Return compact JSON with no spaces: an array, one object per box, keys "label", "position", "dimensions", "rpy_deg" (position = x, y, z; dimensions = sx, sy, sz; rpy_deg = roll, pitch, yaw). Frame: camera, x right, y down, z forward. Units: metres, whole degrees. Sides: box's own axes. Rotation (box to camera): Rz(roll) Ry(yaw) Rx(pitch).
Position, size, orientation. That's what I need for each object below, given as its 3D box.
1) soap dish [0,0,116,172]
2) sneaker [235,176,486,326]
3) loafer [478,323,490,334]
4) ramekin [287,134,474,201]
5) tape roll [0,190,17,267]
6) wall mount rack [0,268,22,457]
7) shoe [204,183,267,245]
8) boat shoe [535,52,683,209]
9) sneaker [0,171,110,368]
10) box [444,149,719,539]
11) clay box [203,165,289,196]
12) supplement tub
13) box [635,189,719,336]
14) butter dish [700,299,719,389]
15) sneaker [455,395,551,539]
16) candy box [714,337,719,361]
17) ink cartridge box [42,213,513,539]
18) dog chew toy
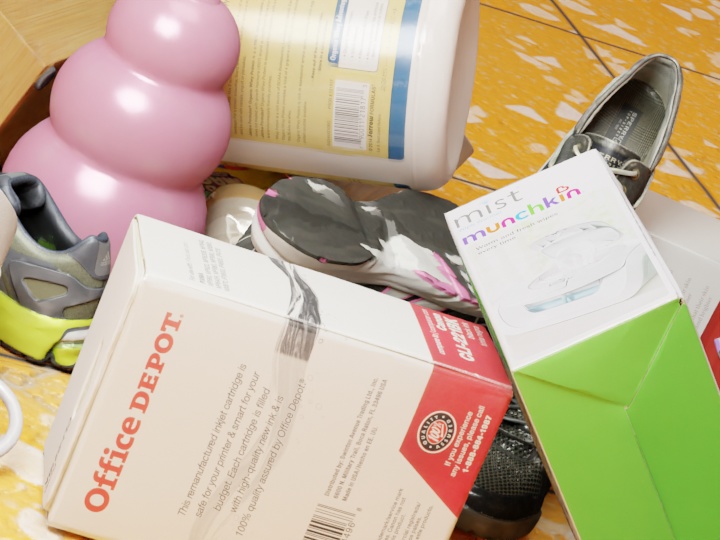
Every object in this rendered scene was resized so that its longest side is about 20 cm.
[{"label":"soap dish","position":[-0.217,-0.116,1.735],"dimensions":[0.081,0.157,0.200],"rpy_deg":[43,23,5]},{"label":"sneaker","position":[0.000,0.000,1.708],"dimensions":[0.199,0.086,0.081],"rpy_deg":[17,46,-35]},{"label":"loafer","position":[0.002,0.050,1.671],"dimensions":[0.199,0.063,0.072],"rpy_deg":[7,27,-38]},{"label":"ramekin","position":[-0.027,-0.117,1.909],"dimensions":[0.200,0.105,0.200],"rpy_deg":[47,-1,1]},{"label":"tape roll","position":[-0.276,-0.046,1.481],"dimensions":[0.202,0.037,0.203],"rpy_deg":[19,-20,7]},{"label":"wall mount rack","position":[-0.261,0.043,1.389],"dimensions":[0.199,0.075,0.174],"rpy_deg":[22,42,-1]},{"label":"shoe","position":[-0.012,0.005,1.774],"dimensions":[0.199,0.070,0.054],"rpy_deg":[19,41,-25]},{"label":"boat shoe","position":[0.142,-0.060,1.757],"dimensions":[0.072,0.071,0.200],"rpy_deg":[25,55,2]},{"label":"sneaker","position":[-0.217,-0.027,1.599],"dimensions":[0.199,0.081,0.074],"rpy_deg":[29,20,16]},{"label":"box","position":[0.133,0.068,1.469],"dimensions":[0.096,0.201,0.177],"rpy_deg":[-23,29,1]},{"label":"clay box","position":[-0.105,-0.058,1.850],"dimensions":[0.114,0.048,0.200],"rpy_deg":[9,24,-36]},{"label":"supplement tub","position":[-0.035,-0.131,1.742],"dimensions":[0.199,0.145,0.145],"rpy_deg":[8,18,8]},{"label":"box","position":[0.206,0.033,1.851],"dimensions":[0.199,0.125,0.098],"rpy_deg":[24,19,0]},{"label":"butter dish","position":[0.263,0.081,1.698],"dimensions":[0.199,0.148,0.200],"rpy_deg":[39,11,3]},{"label":"sneaker","position":[0.097,0.080,1.632],"dimensions":[0.076,0.115,0.199],"rpy_deg":[28,25,14]},{"label":"candy box","position":[0.261,0.142,1.537],"dimensions":[0.071,0.201,0.168],"rpy_deg":[-19,19,8]},{"label":"ink cartridge box","position":[-0.046,0.076,1.432],"dimensions":[0.199,0.145,0.084],"rpy_deg":[18,19,-16]},{"label":"dog chew toy","position":[-0.131,-0.079,1.648],"dimensions":[0.124,0.201,0.125],"rpy_deg":[23,20,-9]}]
